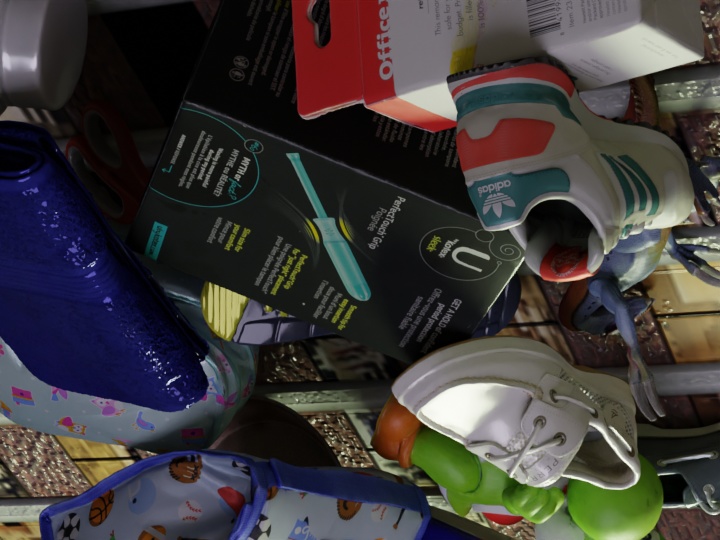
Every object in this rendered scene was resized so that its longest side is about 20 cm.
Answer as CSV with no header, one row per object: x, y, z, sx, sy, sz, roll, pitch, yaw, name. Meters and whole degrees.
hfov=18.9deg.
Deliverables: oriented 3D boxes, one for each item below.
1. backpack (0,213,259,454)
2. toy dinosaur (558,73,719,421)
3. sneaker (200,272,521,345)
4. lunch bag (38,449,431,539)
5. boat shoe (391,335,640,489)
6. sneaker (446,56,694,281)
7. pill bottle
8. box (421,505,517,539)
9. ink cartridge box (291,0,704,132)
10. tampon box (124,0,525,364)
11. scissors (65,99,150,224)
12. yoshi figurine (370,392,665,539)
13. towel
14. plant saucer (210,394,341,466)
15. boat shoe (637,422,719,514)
-0.161,0.037,1.379,0.199,0.127,0.167,13,139,0,backpack
0.161,-0.024,1.249,0.181,0.105,0.201,-28,91,54,toy dinosaur
0.000,0.000,1.322,0.199,0.082,0.074,4,117,-11,sneaker
-0.077,0.180,1.379,0.200,0.124,0.170,-31,151,32,lunch bag
0.101,0.089,1.239,0.200,0.070,0.071,14,138,-45,boat shoe
0.106,-0.032,1.064,0.070,0.094,0.200,-12,159,30,sneaker
-0.259,-0.140,1.212,0.199,0.110,0.109,8,141,12,pill bottle
0.055,0.272,1.460,0.105,0.201,0.184,20,177,-35,box
0.063,-0.142,1.067,0.199,0.117,0.067,-13,163,34,ink cartridge box
-0.007,-0.060,1.197,0.199,0.127,0.150,22,143,-7,tampon box
-0.112,-0.025,1.289,0.200,0.014,0.073,45,137,23,scissors
0.113,0.120,1.362,0.200,0.113,0.112,32,176,13,yoshi figurine
-0.176,-0.006,1.213,0.147,0.050,0.200,10,143,39,towel
-0.070,0.187,1.509,0.200,0.201,0.034,-20,167,38,plant saucer
0.224,0.139,1.403,0.199,0.062,0.073,-1,140,23,boat shoe
